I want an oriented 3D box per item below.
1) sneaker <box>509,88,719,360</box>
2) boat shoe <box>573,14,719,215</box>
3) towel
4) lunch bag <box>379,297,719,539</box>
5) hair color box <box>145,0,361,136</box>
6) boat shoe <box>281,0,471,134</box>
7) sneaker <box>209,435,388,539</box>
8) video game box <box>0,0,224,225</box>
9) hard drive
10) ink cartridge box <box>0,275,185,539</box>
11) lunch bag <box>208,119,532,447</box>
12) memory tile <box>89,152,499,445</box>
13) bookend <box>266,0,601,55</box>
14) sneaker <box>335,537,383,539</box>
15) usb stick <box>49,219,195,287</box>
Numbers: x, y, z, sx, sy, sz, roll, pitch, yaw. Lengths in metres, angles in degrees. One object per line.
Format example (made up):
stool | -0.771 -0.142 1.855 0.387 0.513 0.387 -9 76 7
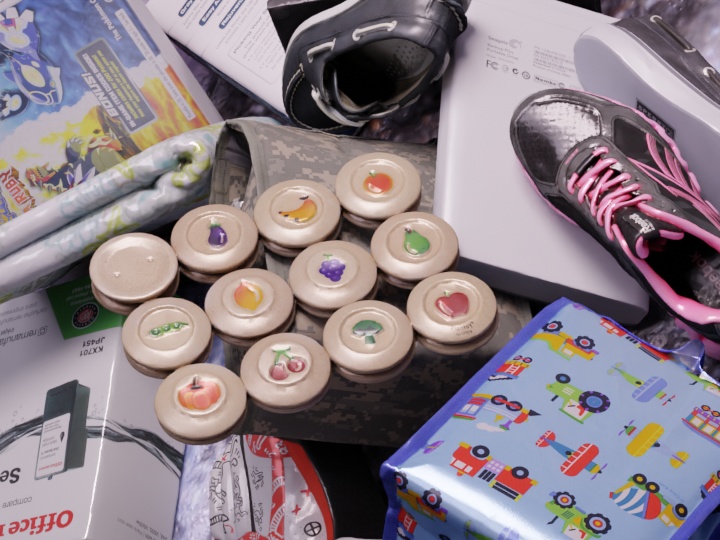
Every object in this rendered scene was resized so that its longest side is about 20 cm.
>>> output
sneaker | 0.156 -0.032 1.556 0.200 0.095 0.079 44 101 16
boat shoe | 0.208 -0.082 1.620 0.066 0.070 0.200 -26 51 -26
towel | -0.153 -0.039 1.794 0.200 0.171 0.048 -27 92 18
lunch bag | 0.127 0.101 1.497 0.150 0.094 0.200 30 56 21
hair color box | -0.056 -0.166 1.900 0.100 0.061 0.200 -53 43 0
boat shoe | -0.001 -0.122 1.685 0.200 0.076 0.060 -45 24 58
sneaker | -0.030 0.173 1.666 0.108 0.067 0.202 -44 56 44
video game box | -0.215 -0.118 1.883 0.182 0.200 0.047 -28 30 12
hard drive | 0.110 -0.073 1.651 0.027 0.132 0.200 127 153 -53
ink cartridge box | -0.191 0.114 1.821 0.146 0.083 0.200 -16 55 33
lunch bag | 0.000 0.000 1.659 0.118 0.164 0.200 116 153 -46
memory tile | -0.038 0.011 1.547 0.200 0.017 0.153 -20 52 -12
bookend | 0.044 -0.233 1.783 0.200 0.092 0.199 -10 57 8
sneaker | 0.081 0.159 1.562 0.200 0.076 0.115 13 61 24
usb stick | -0.130 -0.013 1.887 0.200 0.033 0.056 -8 54 37
